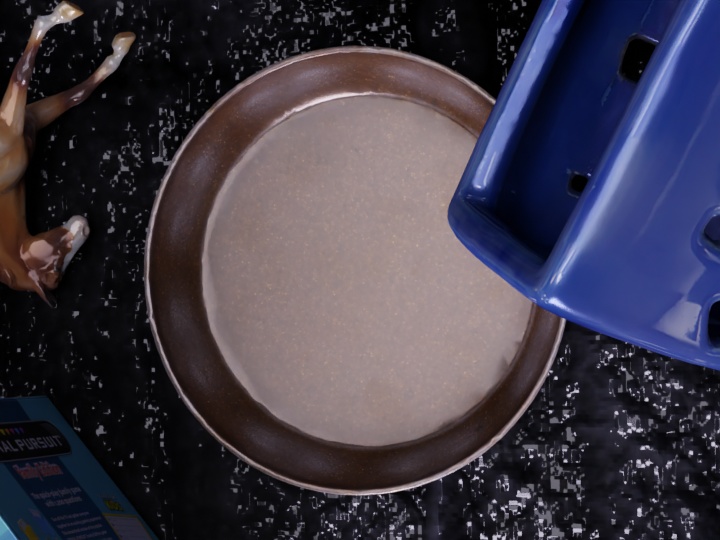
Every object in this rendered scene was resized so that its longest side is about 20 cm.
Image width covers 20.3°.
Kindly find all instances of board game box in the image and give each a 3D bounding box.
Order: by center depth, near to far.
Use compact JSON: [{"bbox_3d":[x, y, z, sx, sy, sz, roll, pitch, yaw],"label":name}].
[{"bbox_3d":[-0.122,0.147,0.887,0.047,0.151,0.200,-41,79,8],"label":"board game box"}]

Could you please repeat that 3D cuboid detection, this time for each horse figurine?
[{"bbox_3d":[-0.195,-0.083,0.925,0.199,0.050,0.133,27,100,-30],"label":"horse figurine"}]

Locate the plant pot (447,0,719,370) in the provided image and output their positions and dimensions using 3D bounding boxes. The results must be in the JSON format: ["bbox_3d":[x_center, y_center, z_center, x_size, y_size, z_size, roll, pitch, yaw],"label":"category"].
[{"bbox_3d":[0.165,-0.057,0.778,0.179,0.200,0.201,24,97,-11],"label":"plant pot"}]

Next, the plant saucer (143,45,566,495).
[{"bbox_3d":[0.000,0.000,0.915,0.199,0.034,0.202,0,90,16],"label":"plant saucer"}]
